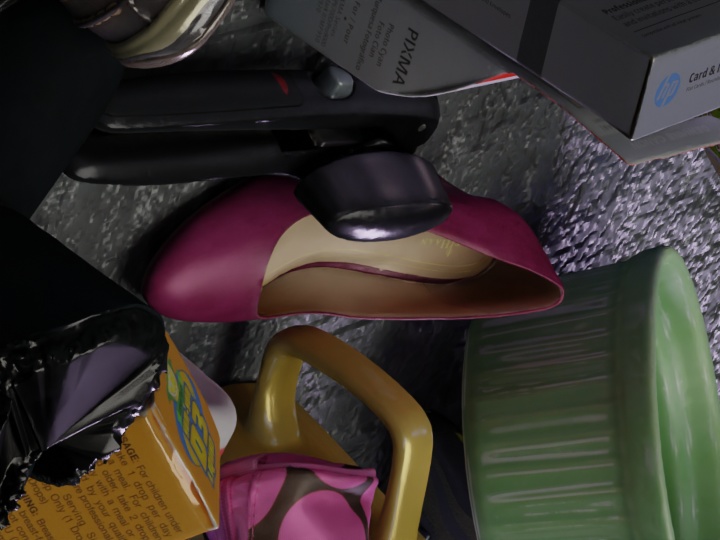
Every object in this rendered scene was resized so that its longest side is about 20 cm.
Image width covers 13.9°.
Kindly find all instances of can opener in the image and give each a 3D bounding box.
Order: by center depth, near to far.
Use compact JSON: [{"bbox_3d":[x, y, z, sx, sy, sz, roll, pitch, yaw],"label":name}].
[{"bbox_3d":[-0.041,-0.059,1.231,0.200,0.079,0.063,5,124,-43],"label":"can opener"}]

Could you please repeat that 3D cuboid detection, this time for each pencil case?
[{"bbox_3d":[-0.042,0.173,1.223,0.094,0.091,0.201,17,72,-47],"label":"pencil case"}]

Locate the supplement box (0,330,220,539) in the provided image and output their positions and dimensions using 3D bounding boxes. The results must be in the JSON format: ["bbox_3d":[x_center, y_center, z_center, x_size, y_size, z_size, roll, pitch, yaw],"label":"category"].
[{"bbox_3d":[-0.153,0.092,1.113,0.200,0.067,0.069,-23,119,13],"label":"supplement box"}]

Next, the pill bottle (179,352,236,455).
[{"bbox_3d":[-0.142,0.116,1.211,0.109,0.109,0.200,16,106,-56],"label":"pill bottle"}]

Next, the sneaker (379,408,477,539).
[{"bbox_3d":[0.014,0.161,1.490,0.081,0.074,0.200,-13,127,-41],"label":"sneaker"}]

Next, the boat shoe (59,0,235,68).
[{"bbox_3d":[-0.055,-0.173,1.088,0.073,0.074,0.200,33,72,-28],"label":"boat shoe"}]

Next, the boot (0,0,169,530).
[{"bbox_3d":[-0.119,-0.009,1.070,0.200,0.168,0.076,-45,140,-15],"label":"boot"}]

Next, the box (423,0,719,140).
[{"bbox_3d":[0.090,-0.133,1.197,0.156,0.200,0.041,-20,134,-41],"label":"box"}]

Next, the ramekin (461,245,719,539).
[{"bbox_3d":[0.117,0.092,1.453,0.200,0.097,0.201,-7,90,-75],"label":"ramekin"}]

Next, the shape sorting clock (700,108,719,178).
[{"bbox_3d":[0.192,-0.086,1.295,0.039,0.200,0.200,-19,135,-23],"label":"shape sorting clock"}]

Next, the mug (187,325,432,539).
[{"bbox_3d":[-0.032,0.141,1.334,0.149,0.153,0.187,-39,144,-22],"label":"mug"}]

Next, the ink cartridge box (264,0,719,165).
[{"bbox_3d":[0.084,-0.090,1.229,0.160,0.200,0.047,-14,132,-44],"label":"ink cartridge box"}]

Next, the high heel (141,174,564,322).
[{"bbox_3d":[0.000,0.000,1.299,0.200,0.096,0.068,-20,136,-41],"label":"high heel"}]
